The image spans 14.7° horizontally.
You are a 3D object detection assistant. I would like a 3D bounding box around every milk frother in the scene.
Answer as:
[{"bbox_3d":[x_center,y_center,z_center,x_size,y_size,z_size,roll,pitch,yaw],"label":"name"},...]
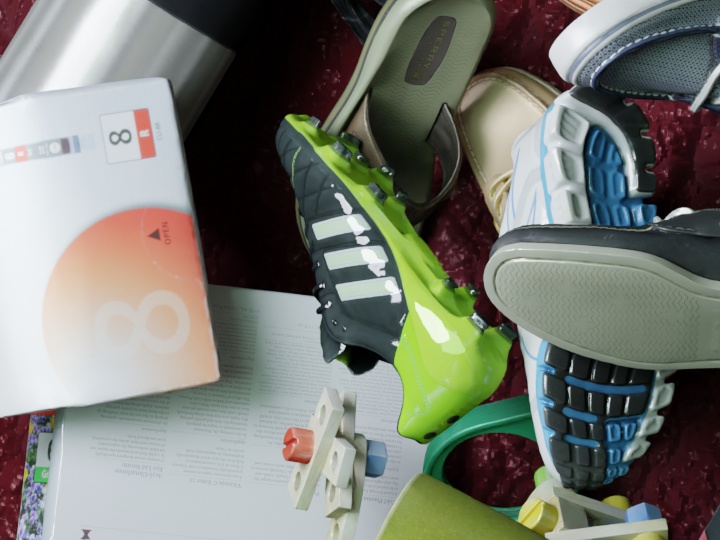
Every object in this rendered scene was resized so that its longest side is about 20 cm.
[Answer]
[{"bbox_3d":[-0.076,-0.108,1.523,0.200,0.180,0.188,35,96,34],"label":"milk frother"}]

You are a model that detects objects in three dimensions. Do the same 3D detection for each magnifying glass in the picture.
[{"bbox_3d":[0.111,0.074,1.437,0.200,0.080,0.022,-39,26,33],"label":"magnifying glass"}]

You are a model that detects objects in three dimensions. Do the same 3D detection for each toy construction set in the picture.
[{"bbox_3d":[0.046,0.140,1.422,0.092,0.200,0.131,-79,13,-47],"label":"toy construction set"}]

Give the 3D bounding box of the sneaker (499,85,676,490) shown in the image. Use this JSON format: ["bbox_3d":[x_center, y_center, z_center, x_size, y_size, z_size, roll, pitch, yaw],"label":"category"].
[{"bbox_3d":[0.105,0.012,1.393,0.087,0.075,0.200,-22,63,60],"label":"sneaker"}]

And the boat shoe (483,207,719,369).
[{"bbox_3d":[0.157,0.004,1.330,0.200,0.072,0.068,5,44,-2],"label":"boat shoe"}]

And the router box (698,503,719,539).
[{"bbox_3d":[0.265,0.111,1.340,0.150,0.062,0.200,26,80,29],"label":"router box"}]

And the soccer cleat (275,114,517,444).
[{"bbox_3d":[0.000,0.000,1.408,0.081,0.067,0.200,-46,55,15],"label":"soccer cleat"}]

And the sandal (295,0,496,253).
[{"bbox_3d":[0.021,-0.065,1.480,0.057,0.080,0.201,60,143,42],"label":"sandal"}]

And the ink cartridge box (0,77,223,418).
[{"bbox_3d":[-0.181,-0.005,1.425,0.200,0.050,0.162,-10,88,-15],"label":"ink cartridge box"}]

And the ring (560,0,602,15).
[{"bbox_3d":[0.169,-0.225,1.502,0.200,0.019,0.201,-5,78,27],"label":"ring"}]

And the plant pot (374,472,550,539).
[{"bbox_3d":[0.090,0.214,1.286,0.200,0.187,0.187,19,91,10],"label":"plant pot"}]

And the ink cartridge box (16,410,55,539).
[{"bbox_3d":[-0.129,0.094,1.553,0.050,0.109,0.200,0,81,42],"label":"ink cartridge box"}]

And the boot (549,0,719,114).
[{"bbox_3d":[0.191,-0.099,1.374,0.090,0.200,0.073,61,143,21],"label":"boot"}]

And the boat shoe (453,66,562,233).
[{"bbox_3d":[0.106,-0.033,1.473,0.074,0.069,0.200,-42,65,16],"label":"boat shoe"}]

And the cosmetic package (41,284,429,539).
[{"bbox_3d":[-0.063,0.087,1.491,0.200,0.052,0.151,7,81,-11],"label":"cosmetic package"}]
